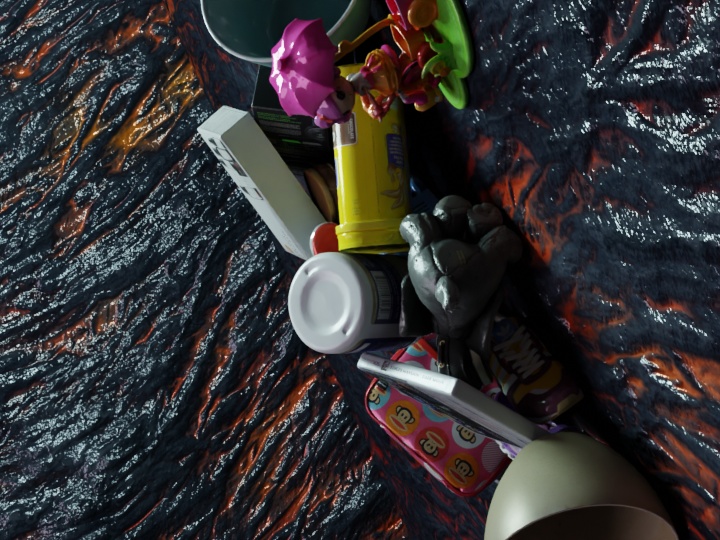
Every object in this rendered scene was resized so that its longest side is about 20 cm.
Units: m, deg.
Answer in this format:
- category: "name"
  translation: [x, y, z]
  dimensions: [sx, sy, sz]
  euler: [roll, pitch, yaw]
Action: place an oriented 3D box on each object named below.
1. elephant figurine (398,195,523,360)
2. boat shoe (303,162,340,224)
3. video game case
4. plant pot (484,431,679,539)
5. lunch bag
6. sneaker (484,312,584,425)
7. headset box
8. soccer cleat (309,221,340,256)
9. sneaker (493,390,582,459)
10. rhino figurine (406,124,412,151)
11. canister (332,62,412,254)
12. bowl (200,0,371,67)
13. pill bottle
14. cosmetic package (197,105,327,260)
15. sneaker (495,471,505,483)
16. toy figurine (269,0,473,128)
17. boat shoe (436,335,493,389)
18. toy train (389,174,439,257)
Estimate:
- category: "elephant figurine"
  translation: [0.107, 0.032, 1.535]
  dimensions: [0.142, 0.154, 0.201]
  euler: [46, 149, 35]
- category: "boat shoe"
  translation: [-0.027, -0.091, 1.743]
  dimensions: [0.071, 0.070, 0.200]
  euler: [60, 173, 12]
- category: "video game case"
  translation: [0.118, 0.151, 1.546]
  dimensions: [0.199, 0.024, 0.181]
  euler: [31, 169, -32]
- category: "plant pot"
  translation: [0.216, 0.248, 1.460]
  dimensions: [0.201, 0.198, 0.135]
  euler: [73, -174, -45]
- category: "lunch bag"
  translation: [0.122, 0.168, 1.780]
  dimensions: [0.200, 0.176, 0.082]
  euler: [41, 176, 8]
- category: "sneaker"
  translation: [0.178, 0.102, 1.565]
  dimensions: [0.091, 0.075, 0.200]
  euler: [60, 172, -17]
- category: "headset box"
  translation: [-0.067, -0.233, 1.712]
  dimensions: [0.200, 0.092, 0.176]
  euler: [84, -165, -69]
- category: "soccer cleat"
  translation: [0.000, 0.000, 1.733]
  dimensions: [0.199, 0.069, 0.085]
  euler: [35, 178, -36]
- category: "sneaker"
  translation: [0.221, 0.201, 1.616]
  dimensions: [0.201, 0.080, 0.089]
  euler: [52, 159, 34]
- category: "rhino figurine"
  translation: [0.026, -0.155, 1.767]
  dimensions: [0.088, 0.059, 0.200]
  euler: [57, 172, 11]
- category: "canister"
  translation: [0.014, -0.124, 1.599]
  dimensions: [0.149, 0.086, 0.202]
  euler: [19, -114, -82]
- category: "bowl"
  translation: [-0.067, -0.303, 1.569]
  dimensions: [0.202, 0.200, 0.105]
  euler: [59, -170, 27]
- category: "pill bottle"
  translation: [0.017, 0.037, 1.613]
  dimensions: [0.199, 0.111, 0.112]
  euler: [2, -127, -55]
- category: "cosmetic package"
  translation: [-0.112, -0.103, 1.706]
  dimensions: [0.201, 0.051, 0.082]
  euler: [54, 168, -25]
- category: "sneaker"
  translation: [0.176, 0.202, 1.870]
  dimensions: [0.202, 0.071, 0.083]
  euler: [65, 170, -9]
- category: "toy figurine"
  translation: [0.001, -0.203, 1.385]
  dimensions: [0.151, 0.183, 0.201]
  euler: [56, 169, 40]
- category: "boat shoe"
  translation: [0.119, 0.074, 1.710]
  dimensions: [0.202, 0.063, 0.074]
  euler: [-89, -26, -56]
- category: "toy train"
  translation: [0.067, -0.034, 1.794]
  dimensions: [0.115, 0.086, 0.201]
  euler: [52, 165, 28]
